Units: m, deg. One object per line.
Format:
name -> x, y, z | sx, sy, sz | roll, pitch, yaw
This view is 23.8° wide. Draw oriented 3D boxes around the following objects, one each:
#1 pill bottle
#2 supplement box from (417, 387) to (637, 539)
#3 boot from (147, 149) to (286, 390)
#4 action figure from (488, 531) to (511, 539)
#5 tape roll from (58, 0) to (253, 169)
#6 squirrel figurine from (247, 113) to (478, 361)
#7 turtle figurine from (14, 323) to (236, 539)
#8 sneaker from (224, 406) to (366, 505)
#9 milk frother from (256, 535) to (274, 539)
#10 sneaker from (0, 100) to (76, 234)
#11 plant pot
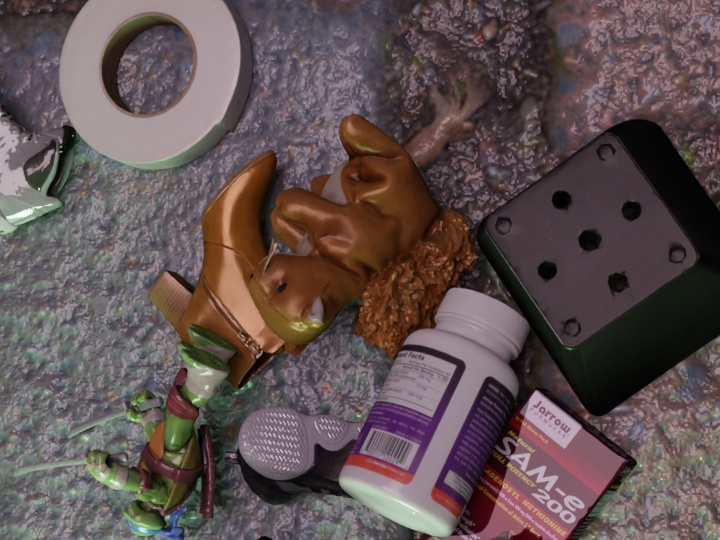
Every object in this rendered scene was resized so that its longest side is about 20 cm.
pill bottle -> 0.071, 0.121, 1.490 | 0.111, 0.111, 0.200 | 21, 73, 20
supplement box -> 0.142, 0.215, 1.518 | 0.109, 0.061, 0.200 | 38, 95, 18
boot -> -0.099, 0.001, 1.630 | 0.144, 0.071, 0.201 | 40, 101, 14
action figure -> 0.118, 0.319, 1.432 | 0.199, 0.105, 0.194 | 9, 96, 19
tape roll -> -0.205, -0.201, 1.704 | 0.202, 0.037, 0.204 | -3, 81, 18
squirrel figurine -> 0.000, 0.000, 1.536 | 0.200, 0.142, 0.187 | 35, 61, -7
turtle figurine -> -0.208, 0.138, 1.578 | 0.200, 0.144, 0.194 | 37, 104, 27
sneaker -> -0.027, 0.181, 1.575 | 0.199, 0.114, 0.076 | 16, 67, -14
milk frother -> -0.085, 0.375, 1.510 | 0.188, 0.180, 0.200 | -41, 66, 5
sneaker -> -0.348, -0.146, 1.732 | 0.115, 0.075, 0.201 | -18, 87, 10
plant pot -> 0.212, -0.015, 1.466 | 0.199, 0.177, 0.200 | -35, 72, 10
